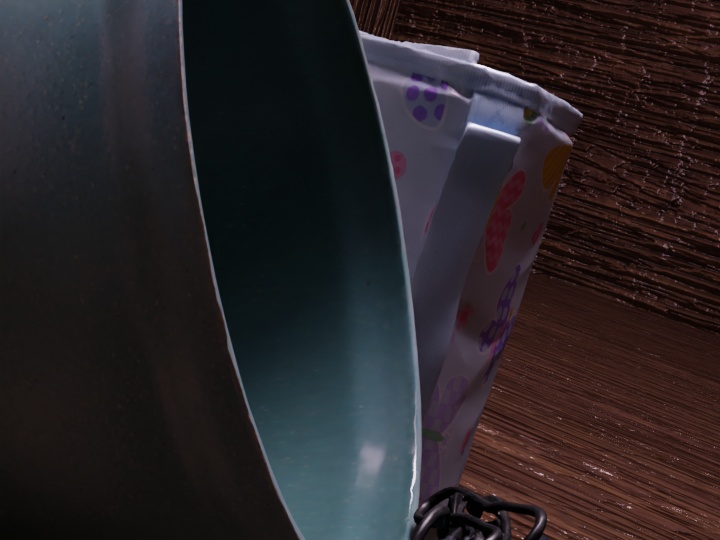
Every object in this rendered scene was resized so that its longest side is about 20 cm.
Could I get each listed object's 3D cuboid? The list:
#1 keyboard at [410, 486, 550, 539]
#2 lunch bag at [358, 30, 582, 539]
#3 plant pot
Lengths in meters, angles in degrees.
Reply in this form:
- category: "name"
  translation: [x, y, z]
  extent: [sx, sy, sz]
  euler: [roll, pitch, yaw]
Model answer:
- category: "keyboard"
  translation: [0.054, 0.088, 0.487]
  extent: [0.104, 0.040, 0.200]
  euler: [37, 6, 7]
- category: "lunch bag"
  translation: [0.000, 0.000, 0.739]
  extent: [0.126, 0.171, 0.200]
  euler: [17, 4, -12]
- category: "plant pot"
  translation: [-0.073, -0.004, 0.528]
  extent: [0.133, 0.202, 0.200]
  euler: [-10, -3, 14]
